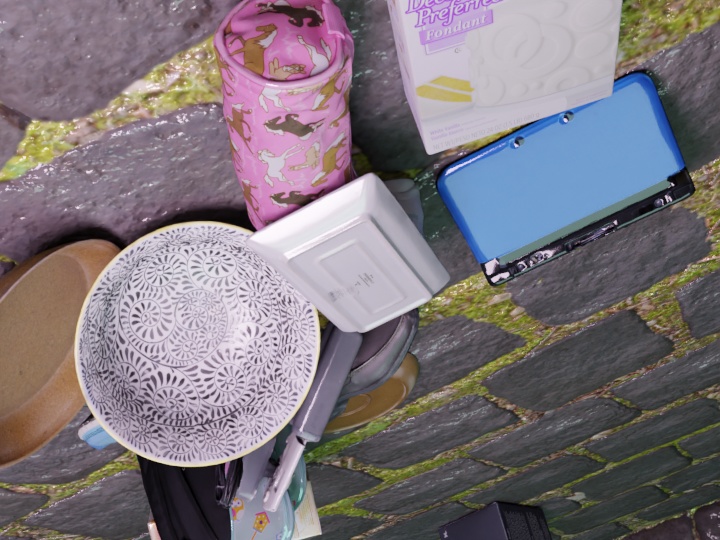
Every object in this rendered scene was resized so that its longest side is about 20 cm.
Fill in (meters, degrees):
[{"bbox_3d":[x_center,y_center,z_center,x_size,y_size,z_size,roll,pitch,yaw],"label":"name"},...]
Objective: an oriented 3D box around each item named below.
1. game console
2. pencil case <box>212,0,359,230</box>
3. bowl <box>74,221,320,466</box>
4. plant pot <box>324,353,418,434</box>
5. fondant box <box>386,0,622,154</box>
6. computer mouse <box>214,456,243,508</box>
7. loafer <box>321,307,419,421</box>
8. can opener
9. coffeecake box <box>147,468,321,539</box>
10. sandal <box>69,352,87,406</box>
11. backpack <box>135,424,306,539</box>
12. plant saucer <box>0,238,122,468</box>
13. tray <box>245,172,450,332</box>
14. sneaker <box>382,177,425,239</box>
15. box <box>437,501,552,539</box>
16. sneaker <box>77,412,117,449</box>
[{"bbox_3d":[0.184,-0.081,0.886,0.197,0.120,0.171,-25,-177,15],"label":"game console"},{"bbox_3d":[-0.045,-0.096,0.665,0.087,0.082,0.201,-44,158,-20],"label":"pencil case"},{"bbox_3d":[-0.140,0.051,0.826,0.197,0.205,0.094,-8,-165,-17],"label":"bowl"},{"bbox_3d":[-0.020,0.153,1.182,0.196,0.028,0.201,-13,152,-7],"label":"plant pot"},{"bbox_3d":[0.092,-0.171,0.632,0.142,0.059,0.201,-18,151,2],"label":"fondant box"},{"bbox_3d":[-0.097,0.120,0.909,0.034,0.204,0.058,23,156,-24],"label":"computer mouse"},{"bbox_3d":[-0.019,0.093,1.027,0.072,0.074,0.200,23,123,-36],"label":"loafer"},{"bbox_3d":[-0.066,0.138,0.963,0.066,0.203,0.053,22,-177,-17],"label":"can opener"},{"bbox_3d":[-0.157,0.293,1.228,0.196,0.075,0.154,-13,-170,-6],"label":"coffeecake box"},{"bbox_3d":[-0.184,0.063,0.898,0.196,0.045,0.076,-19,111,-4],"label":"sandal"},{"bbox_3d":[-0.148,0.232,1.066,0.151,0.203,0.176,7,144,-38],"label":"backpack"},{"bbox_3d":[-0.258,0.060,0.777,0.201,0.035,0.202,-54,161,-28],"label":"plant saucer"},{"bbox_3d":[0.000,0.000,0.753,0.106,0.022,0.200,-26,151,10],"label":"tray"},{"bbox_3d":[0.011,0.005,0.880,0.069,0.081,0.201,-8,152,-19],"label":"sneaker"},{"bbox_3d":[0.277,0.546,1.967,0.147,0.109,0.199,-32,148,28],"label":"box"},{"bbox_3d":[-0.199,0.152,0.969,0.198,0.091,0.078,-21,-163,34],"label":"sneaker"}]
